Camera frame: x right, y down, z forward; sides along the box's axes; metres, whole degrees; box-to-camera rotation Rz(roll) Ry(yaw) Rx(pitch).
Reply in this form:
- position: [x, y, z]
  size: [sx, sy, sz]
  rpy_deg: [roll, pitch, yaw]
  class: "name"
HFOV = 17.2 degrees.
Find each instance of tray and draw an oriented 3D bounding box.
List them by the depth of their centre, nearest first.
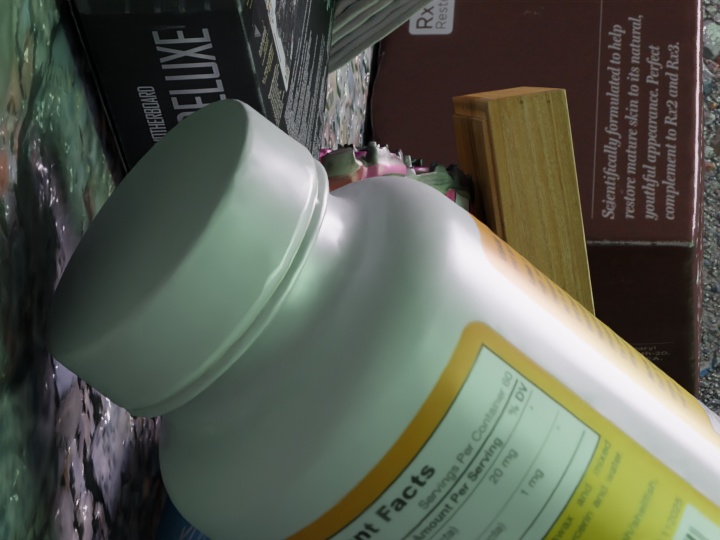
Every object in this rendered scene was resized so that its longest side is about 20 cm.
- position: [0.073, 0.025, 1.001]
  size: [0.099, 0.037, 0.201]
  rpy_deg: [-142, -135, -82]
  class: "tray"

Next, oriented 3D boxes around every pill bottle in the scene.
- position: [0.017, 0.045, 0.648]
  size: [0.200, 0.111, 0.111]
  rpy_deg: [38, 37, -22]
  class: "pill bottle"

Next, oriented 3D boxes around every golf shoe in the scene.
- position: [0.000, 0.000, 0.929]
  size: [0.200, 0.072, 0.092]
  rpy_deg: [-2, 89, -74]
  class: "golf shoe"

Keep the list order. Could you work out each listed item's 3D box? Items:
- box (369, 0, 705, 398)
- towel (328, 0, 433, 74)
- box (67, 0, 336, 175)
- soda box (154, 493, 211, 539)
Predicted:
- position: [0.098, -0.038, 1.253]
  size: [0.200, 0.164, 0.166]
  rpy_deg: [75, 19, -61]
  class: "box"
- position: [0.016, -0.152, 0.865]
  size: [0.024, 0.147, 0.200]
  rpy_deg: [40, 38, -25]
  class: "towel"
- position: [-0.039, -0.123, 0.726]
  size: [0.158, 0.050, 0.200]
  rpy_deg: [77, 16, -55]
  class: "box"
- position: [-0.029, 0.109, 0.706]
  size: [0.068, 0.064, 0.200]
  rpy_deg: [-49, -163, 36]
  class: "soda box"
